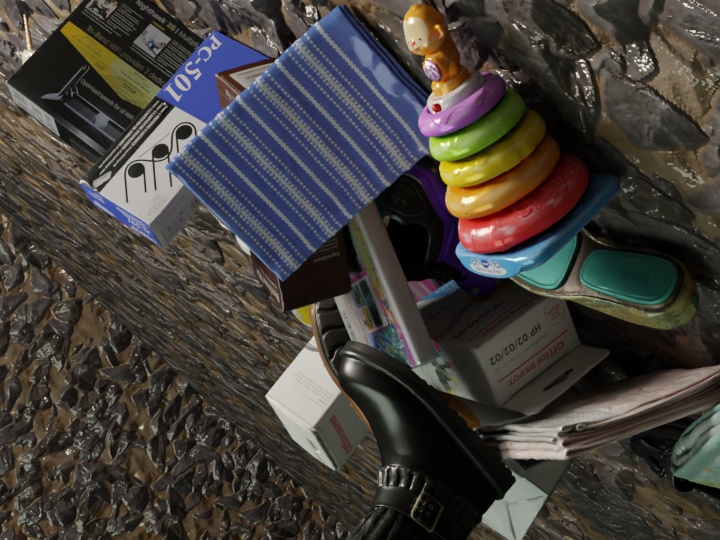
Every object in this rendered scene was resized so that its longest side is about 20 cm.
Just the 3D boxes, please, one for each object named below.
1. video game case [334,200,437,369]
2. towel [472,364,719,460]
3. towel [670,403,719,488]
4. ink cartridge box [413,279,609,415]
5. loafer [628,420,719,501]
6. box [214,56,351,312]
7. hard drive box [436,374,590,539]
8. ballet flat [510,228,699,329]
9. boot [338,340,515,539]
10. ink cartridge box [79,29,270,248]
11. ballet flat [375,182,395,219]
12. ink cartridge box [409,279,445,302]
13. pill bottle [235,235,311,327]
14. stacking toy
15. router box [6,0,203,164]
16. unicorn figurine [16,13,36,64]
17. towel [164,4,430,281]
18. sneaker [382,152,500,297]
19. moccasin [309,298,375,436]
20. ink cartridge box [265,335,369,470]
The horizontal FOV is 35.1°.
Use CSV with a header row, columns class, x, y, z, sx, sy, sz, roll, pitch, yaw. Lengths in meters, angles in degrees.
class,x,y,z,sx,sy,sz,roll,pitch,yaw
video game case,0.000,0.000,1.054,0.202,0.024,0.182,68,164,3
towel,0.215,0.125,1.009,0.200,0.189,0.033,153,100,-72
towel,0.358,0.156,0.917,0.170,0.049,0.200,18,161,5
ink cartridge box,0.127,0.066,1.095,0.199,0.115,0.068,9,127,57
loafer,0.327,0.191,1.116,0.072,0.063,0.200,45,162,-20
box,-0.068,-0.078,1.012,0.100,0.074,0.202,-136,32,-60
hard drive box,0.147,0.164,1.177,0.155,0.200,0.077,33,122,14
ballet flat,0.187,0.002,0.927,0.199,0.071,0.071,21,156,44
boot,0.024,0.181,1.000,0.211,0.158,0.079,44,161,-4
ink cartridge box,-0.159,-0.125,1.060,0.094,0.200,0.044,30,161,24
ballet flat,0.003,-0.086,1.095,0.066,0.070,0.200,64,162,8
ink cartridge box,0.062,0.054,1.263,0.094,0.037,0.200,-22,134,17
pill bottle,-0.047,-0.007,1.282,0.114,0.115,0.200,22,157,42
stacking toy,0.086,-0.103,0.825,0.201,0.110,0.116,57,160,-20
router box,-0.223,-0.176,1.134,0.199,0.158,0.052,37,163,5
unicorn figurine,-0.357,-0.213,1.441,0.137,0.074,0.200,36,172,46
towel,-0.040,-0.100,0.930,0.145,0.200,0.024,45,-168,-21
sneaker,0.066,-0.022,1.035,0.069,0.100,0.201,27,159,36
moccasin,0.007,0.108,1.217,0.202,0.073,0.078,54,172,-12
ink cartridge box,-0.012,0.128,1.405,0.084,0.201,0.146,29,161,26
